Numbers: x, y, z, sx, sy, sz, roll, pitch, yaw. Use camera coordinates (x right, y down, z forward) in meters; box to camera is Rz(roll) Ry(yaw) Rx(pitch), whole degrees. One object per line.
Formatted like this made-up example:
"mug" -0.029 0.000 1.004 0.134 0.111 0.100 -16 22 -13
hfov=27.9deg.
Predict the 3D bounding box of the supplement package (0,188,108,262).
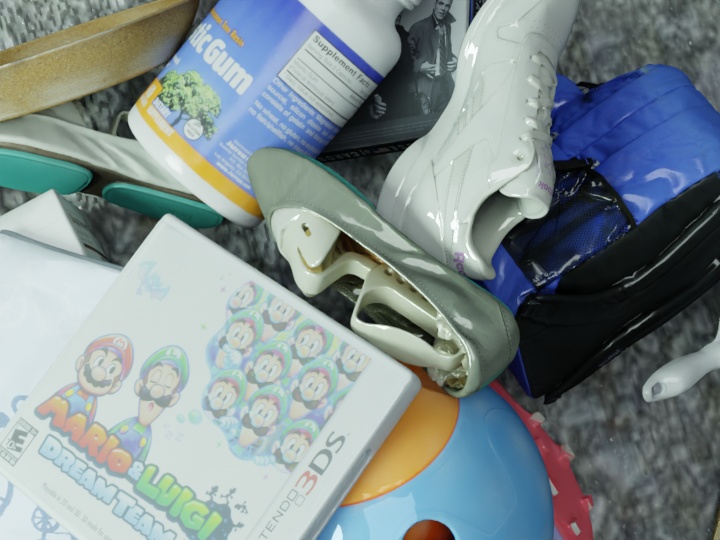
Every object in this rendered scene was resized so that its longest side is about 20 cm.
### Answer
"supplement package" -0.197 0.068 0.950 0.116 0.117 0.202 -28 86 -3

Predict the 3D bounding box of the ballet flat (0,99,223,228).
"ballet flat" -0.177 -0.079 0.968 0.198 0.069 0.070 13 84 -29

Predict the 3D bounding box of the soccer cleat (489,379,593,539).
"soccer cleat" 0.085 0.119 0.991 0.076 0.067 0.201 -34 94 28

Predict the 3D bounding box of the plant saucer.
"plant saucer" -0.191 -0.133 0.936 0.198 0.200 0.036 -19 105 -3

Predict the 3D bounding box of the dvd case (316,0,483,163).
"dvd case" 0.013 -0.177 0.973 0.149 0.025 0.203 -6 74 32

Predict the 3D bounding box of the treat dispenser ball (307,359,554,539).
"treat dispenser ball" 0.018 0.150 0.882 0.198 0.201 0.204 0 85 -2

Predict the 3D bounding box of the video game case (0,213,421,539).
"video game case" -0.093 0.086 0.822 0.199 0.024 0.183 31 80 28

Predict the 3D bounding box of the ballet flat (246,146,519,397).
"ballet flat" 0.000 0.000 0.831 0.199 0.068 0.064 36 54 14

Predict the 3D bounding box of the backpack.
"backpack" 0.153 -0.045 0.950 0.199 0.163 0.169 -31 67 -2

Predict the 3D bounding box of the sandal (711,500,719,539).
"sandal" 0.280 0.180 0.981 0.077 0.070 0.215 2 85 -2

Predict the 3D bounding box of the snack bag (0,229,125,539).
"snack bag" -0.166 0.089 0.880 0.186 0.021 0.202 15 81 -3

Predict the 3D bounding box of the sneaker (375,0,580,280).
"sneaker" 0.091 -0.084 0.859 0.099 0.075 0.202 27 89 35

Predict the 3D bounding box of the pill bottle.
"pill bottle" -0.045 -0.136 0.915 0.112 0.112 0.200 41 97 2

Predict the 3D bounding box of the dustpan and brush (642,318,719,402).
"dustpan and brush" 0.264 0.044 0.958 0.199 0.057 0.141 -27 109 -38
